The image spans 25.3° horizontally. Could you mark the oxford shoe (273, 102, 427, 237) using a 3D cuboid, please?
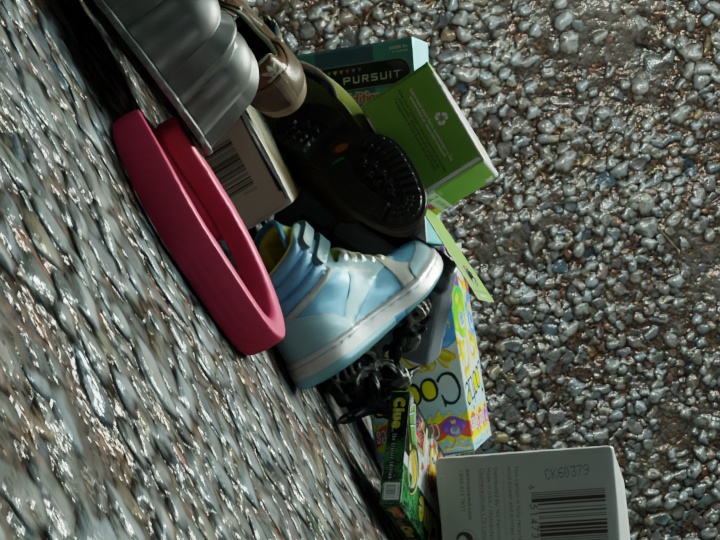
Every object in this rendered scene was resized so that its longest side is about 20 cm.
[{"bbox_3d":[0.002,-0.075,1.406,0.200,0.072,0.085,43,-19,48],"label":"oxford shoe"}]

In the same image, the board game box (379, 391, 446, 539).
[{"bbox_3d":[0.055,0.198,1.459,0.200,0.023,0.106,62,33,-58],"label":"board game box"}]

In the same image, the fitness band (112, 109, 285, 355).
[{"bbox_3d":[-0.113,-0.028,1.133,0.201,0.037,0.144,58,8,-37],"label":"fitness band"}]

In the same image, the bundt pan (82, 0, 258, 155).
[{"bbox_3d":[-0.146,-0.186,1.187,0.203,0.075,0.202,52,-4,5],"label":"bundt pan"}]

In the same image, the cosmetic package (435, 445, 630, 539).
[{"bbox_3d":[0.167,0.263,1.490,0.200,0.163,0.167,54,32,-70],"label":"cosmetic package"}]

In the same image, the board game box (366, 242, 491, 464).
[{"bbox_3d":[0.061,0.081,1.617,0.105,0.102,0.203,-13,95,-75],"label":"board game box"}]

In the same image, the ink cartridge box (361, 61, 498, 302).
[{"bbox_3d":[0.091,-0.075,1.469,0.201,0.075,0.148,59,7,7],"label":"ink cartridge box"}]

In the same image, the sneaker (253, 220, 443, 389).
[{"bbox_3d":[-0.017,-0.005,1.344,0.131,0.079,0.200,55,44,-6],"label":"sneaker"}]

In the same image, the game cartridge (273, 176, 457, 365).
[{"bbox_3d":[0.000,0.000,1.518,0.199,0.041,0.134,33,-37,22],"label":"game cartridge"}]

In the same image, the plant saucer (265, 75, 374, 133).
[{"bbox_3d":[-0.044,-0.119,1.518,0.199,0.031,0.201,32,-35,26],"label":"plant saucer"}]

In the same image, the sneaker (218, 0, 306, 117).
[{"bbox_3d":[-0.119,-0.209,1.315,0.200,0.071,0.076,41,-6,22],"label":"sneaker"}]

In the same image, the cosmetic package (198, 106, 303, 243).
[{"bbox_3d":[-0.106,-0.091,1.388,0.106,0.071,0.200,61,3,-6],"label":"cosmetic package"}]

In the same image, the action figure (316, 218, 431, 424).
[{"bbox_3d":[-0.001,0.059,1.447,0.201,0.118,0.102,57,-35,2],"label":"action figure"}]

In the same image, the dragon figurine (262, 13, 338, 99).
[{"bbox_3d":[-0.118,-0.187,1.406,0.199,0.100,0.059,39,2,-6],"label":"dragon figurine"}]

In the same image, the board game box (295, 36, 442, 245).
[{"bbox_3d":[-0.002,-0.120,1.602,0.047,0.149,0.203,3,82,-67],"label":"board game box"}]

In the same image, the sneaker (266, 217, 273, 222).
[{"bbox_3d":[-0.086,-0.086,1.695,0.200,0.076,0.081,-2,74,-84],"label":"sneaker"}]
